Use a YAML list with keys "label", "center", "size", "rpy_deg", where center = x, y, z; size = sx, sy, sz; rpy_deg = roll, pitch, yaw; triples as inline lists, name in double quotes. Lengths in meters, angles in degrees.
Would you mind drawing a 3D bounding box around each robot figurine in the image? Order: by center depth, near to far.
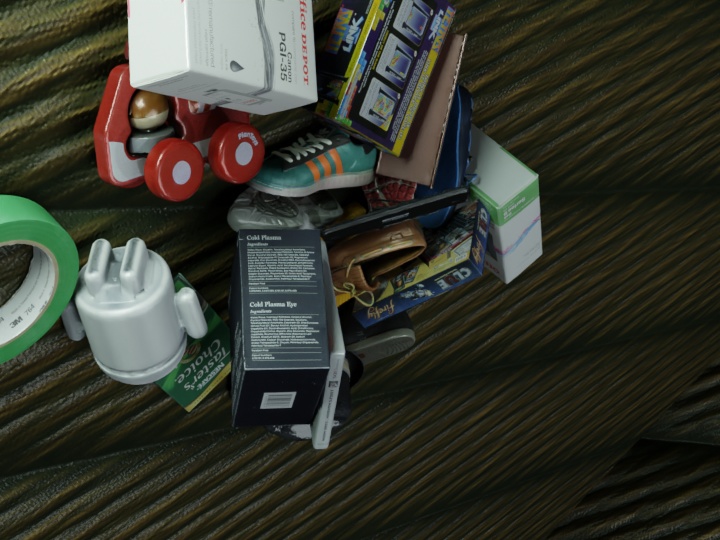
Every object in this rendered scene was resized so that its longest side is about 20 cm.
- label: "robot figurine"
  center: [-0.264, 0.053, 1.480]
  size: [0.201, 0.169, 0.113]
  rpy_deg: [85, 10, -45]

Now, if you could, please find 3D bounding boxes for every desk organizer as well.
- label: "desk organizer"
  center: [0.078, -0.212, 1.653]
  size: [0.072, 0.077, 0.201]
  rpy_deg: [-66, 169, -85]

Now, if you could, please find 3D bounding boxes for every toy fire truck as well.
- label: "toy fire truck"
  center: [-0.197, -0.172, 1.350]
  size: [0.199, 0.112, 0.169]
  rpy_deg: [-21, 116, -40]

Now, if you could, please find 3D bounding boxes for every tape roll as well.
- label: "tape roll"
  center: [-0.394, 0.017, 1.342]
  size: [0.200, 0.048, 0.201]
  rpy_deg: [-34, 147, -25]

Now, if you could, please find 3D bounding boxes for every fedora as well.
- label: "fedora"
  center: [-0.083, 0.186, 1.836]
  size: [0.199, 0.092, 0.201]
  rpy_deg: [-13, 149, -8]

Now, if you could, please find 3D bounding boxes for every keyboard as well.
- label: "keyboard"
  center: [0.040, -0.082, 1.638]
  size: [0.199, 0.040, 0.104]
  rpy_deg: [-16, 172, -2]

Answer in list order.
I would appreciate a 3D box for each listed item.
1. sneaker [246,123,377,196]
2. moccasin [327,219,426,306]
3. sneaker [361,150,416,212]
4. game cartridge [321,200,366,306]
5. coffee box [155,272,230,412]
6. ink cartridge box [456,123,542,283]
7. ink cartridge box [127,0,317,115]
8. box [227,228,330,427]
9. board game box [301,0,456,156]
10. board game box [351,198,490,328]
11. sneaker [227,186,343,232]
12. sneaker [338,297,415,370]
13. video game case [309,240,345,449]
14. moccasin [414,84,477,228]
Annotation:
- label: "sneaker"
  center: [-0.060, -0.144, 1.592]
  size: [0.199, 0.071, 0.080]
  rpy_deg: [-13, 120, -42]
- label: "moccasin"
  center: [0.001, 0.001, 1.725]
  size: [0.201, 0.078, 0.074]
  rpy_deg: [-29, 149, 10]
- label: "sneaker"
  center: [0.038, -0.110, 1.758]
  size: [0.077, 0.082, 0.201]
  rpy_deg: [3, 122, 0]
- label: "game cartridge"
  center: [-0.076, 0.013, 1.778]
  size: [0.200, 0.032, 0.177]
  rpy_deg: [-30, 146, -27]
- label: "coffee box"
  center: [-0.229, 0.097, 1.658]
  size: [0.123, 0.044, 0.200]
  rpy_deg: [-44, 150, -9]
- label: "ink cartridge box"
  center: [0.190, -0.096, 1.889]
  size: [0.087, 0.145, 0.200]
  rpy_deg: [-40, 149, -14]
- label: "ink cartridge box"
  center: [-0.135, -0.246, 1.280]
  size: [0.200, 0.082, 0.147]
  rpy_deg: [3, 81, -54]
- label: "box"
  center: [-0.104, 0.073, 1.570]
  size: [0.103, 0.183, 0.200]
  rpy_deg: [-1, 155, -11]
- label: "board game box"
  center: [0.025, -0.256, 1.526]
  size: [0.165, 0.057, 0.201]
  rpy_deg: [22, 89, -60]
- label: "board game box"
  center: [0.086, -0.009, 1.784]
  size: [0.199, 0.136, 0.035]
  rpy_deg: [-25, 121, 30]
- label: "sneaker"
  center: [-0.104, -0.051, 1.616]
  size: [0.200, 0.078, 0.100]
  rpy_deg: [-5, 138, -56]
- label: "sneaker"
  center: [-0.024, 0.087, 1.905]
  size: [0.199, 0.107, 0.075]
  rpy_deg: [-15, 150, 2]
- label: "video game case"
  center: [-0.052, 0.094, 1.638]
  size: [0.023, 0.201, 0.182]
  rpy_deg: [0, 134, -11]
- label: "moccasin"
  center: [0.130, -0.155, 1.767]
  size: [0.068, 0.080, 0.201]
  rpy_deg: [-5, 111, -55]
